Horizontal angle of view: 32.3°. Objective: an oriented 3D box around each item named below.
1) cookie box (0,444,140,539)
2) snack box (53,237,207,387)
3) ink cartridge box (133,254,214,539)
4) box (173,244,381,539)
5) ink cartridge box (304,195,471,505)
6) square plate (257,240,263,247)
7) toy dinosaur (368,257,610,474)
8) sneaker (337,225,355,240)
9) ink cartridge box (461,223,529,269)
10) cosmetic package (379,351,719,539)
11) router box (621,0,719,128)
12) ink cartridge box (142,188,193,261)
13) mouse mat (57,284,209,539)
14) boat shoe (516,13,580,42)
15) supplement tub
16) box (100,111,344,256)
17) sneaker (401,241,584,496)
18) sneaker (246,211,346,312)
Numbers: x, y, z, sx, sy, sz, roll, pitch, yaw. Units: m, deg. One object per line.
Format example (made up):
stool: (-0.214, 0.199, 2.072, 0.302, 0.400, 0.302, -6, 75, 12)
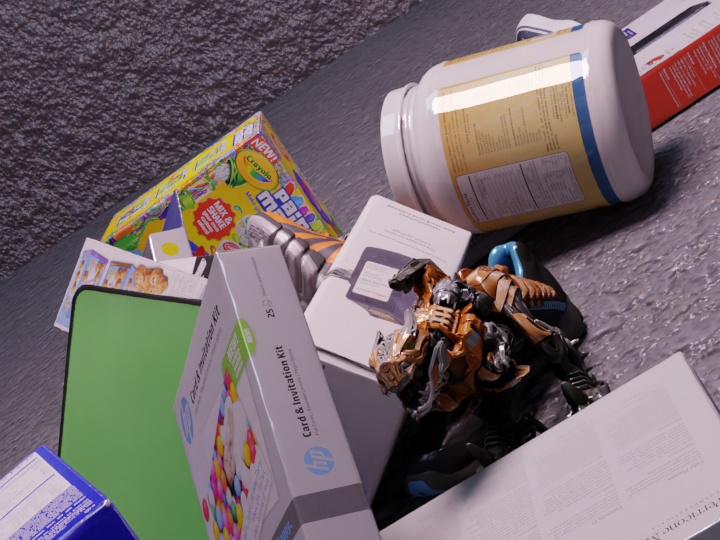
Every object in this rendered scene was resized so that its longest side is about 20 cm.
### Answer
cookie box: (-0.147, 0.203, 0.718, 0.075, 0.173, 0.199, -36, 14, -19)
snack box: (-0.151, 0.029, 0.868, 0.199, 0.024, 0.073, 16, 85, 49)
ink cartridge box: (-0.134, 0.092, 0.872, 0.093, 0.044, 0.203, -5, 67, 44)
box: (-0.045, 0.114, 0.637, 0.040, 0.202, 0.157, -6, -34, -22)
ink cartridge box: (0.001, 0.064, 0.845, 0.201, 0.083, 0.146, -61, -10, -57)
square plate: (-0.093, 0.109, 0.925, 0.199, 0.028, 0.203, -98, 26, -63)
toy dinosaur: (0.079, 0.042, 0.724, 0.199, 0.137, 0.102, -34, -4, -37)
sneaker: (-0.036, 0.018, 1.113, 0.197, 0.077, 0.077, -24, -8, -8)
ink cartridge box: (0.128, -0.083, 1.193, 0.161, 0.050, 0.200, -35, 18, 1)
cosmetic package: (0.099, 0.137, 0.604, 0.198, 0.052, 0.151, -33, 14, 12)
router box: (0.304, -0.213, 1.195, 0.178, 0.049, 0.200, -34, 15, 9)
ink cartridge box: (-0.175, 0.072, 1.039, 0.199, 0.046, 0.202, -64, 37, 42)
mouse mat: (-0.129, 0.097, 0.795, 0.198, 0.164, 0.007, 6, 0, 40)
boat shoe: (0.178, -0.198, 1.233, 0.092, 0.070, 0.200, -56, 12, 4)
supplement tub: (0.129, -0.112, 1.021, 0.197, 0.147, 0.145, -11, 24, 24)
box: (-0.119, -0.013, 1.230, 0.191, 0.201, 0.122, -34, 15, 6)
sneaker: (0.073, 0.064, 0.817, 0.073, 0.082, 0.200, -17, 26, 45)
sneaker: (0.000, 0.000, 1.047, 0.112, 0.199, 0.078, -37, -26, -31)
